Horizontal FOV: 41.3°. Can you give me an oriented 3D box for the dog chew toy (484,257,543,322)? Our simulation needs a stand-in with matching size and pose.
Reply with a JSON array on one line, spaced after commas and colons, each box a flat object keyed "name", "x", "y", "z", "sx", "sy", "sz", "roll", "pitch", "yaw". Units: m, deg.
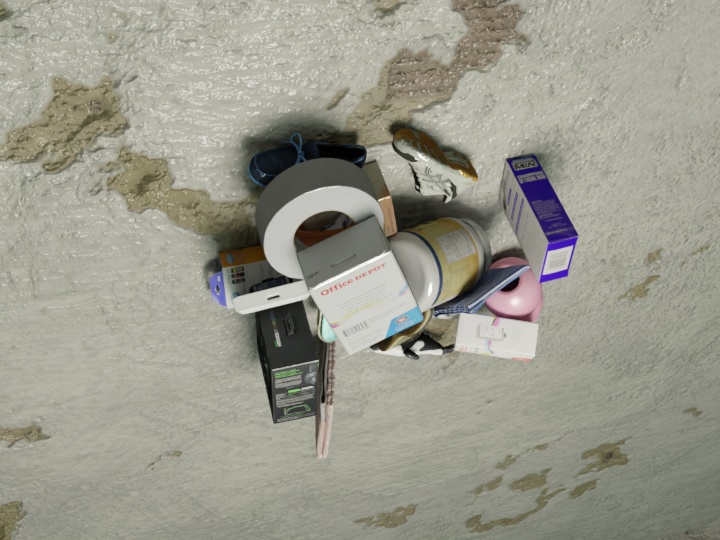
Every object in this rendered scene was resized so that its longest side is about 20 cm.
[{"name": "dog chew toy", "x": 0.318, "y": 0.055, "z": 1.943, "sx": 0.123, "sy": 0.126, "sz": 0.200, "roll": -26, "pitch": 151, "yaw": 9}]

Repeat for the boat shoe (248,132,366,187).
[{"name": "boat shoe", "x": -0.082, "y": -0.181, "z": 1.504, "sx": 0.197, "sy": 0.086, "sz": 0.069, "roll": -15, "pitch": 163, "yaw": -31}]

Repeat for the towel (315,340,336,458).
[{"name": "towel", "x": -0.072, "y": 0.245, "z": 1.930, "sx": 0.031, "sy": 0.203, "sz": 0.193, "roll": 4, "pitch": 138, "yaw": -3}]

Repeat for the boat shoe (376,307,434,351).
[{"name": "boat shoe", "x": 0.091, "y": 0.094, "z": 1.821, "sx": 0.064, "sy": 0.075, "sz": 0.200, "roll": -14, "pitch": 166, "yaw": -31}]

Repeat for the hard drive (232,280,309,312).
[{"name": "hard drive", "x": -0.150, "y": 0.047, "z": 1.633, "sx": 0.129, "sy": 0.027, "sz": 0.200, "roll": -14, "pitch": 177, "yaw": -6}]

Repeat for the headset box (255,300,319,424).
[{"name": "headset box", "x": -0.141, "y": 0.158, "z": 1.808, "sx": 0.091, "sy": 0.176, "sz": 0.202, "roll": -10, "pitch": 141, "yaw": -11}]

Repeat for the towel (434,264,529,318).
[{"name": "towel", "x": 0.214, "y": 0.040, "z": 1.746, "sx": 0.144, "sy": 0.024, "sz": 0.200, "roll": -35, "pitch": -173, "yaw": -16}]

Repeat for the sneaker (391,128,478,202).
[{"name": "sneaker", "x": 0.113, "y": -0.166, "z": 1.605, "sx": 0.198, "sy": 0.077, "sz": 0.087, "roll": 23, "pitch": 126, "yaw": -41}]

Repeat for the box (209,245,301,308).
[{"name": "box", "x": -0.174, "y": 0.006, "z": 1.718, "sx": 0.196, "sy": 0.042, "sz": 0.120, "roll": -9, "pitch": 142, "yaw": -10}]

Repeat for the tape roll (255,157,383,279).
[{"name": "tape roll", "x": -0.064, "y": -0.078, "z": 1.501, "sx": 0.196, "sy": 0.067, "sz": 0.203, "roll": -12, "pitch": 139, "yaw": -10}]

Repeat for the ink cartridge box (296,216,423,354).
[{"name": "ink cartridge box", "x": 0.001, "y": 0.027, "z": 1.528, "sx": 0.142, "sy": 0.086, "sz": 0.201, "roll": -25, "pitch": 141, "yaw": 3}]

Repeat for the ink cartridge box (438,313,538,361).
[{"name": "ink cartridge box", "x": 0.249, "y": 0.130, "z": 1.905, "sx": 0.195, "sy": 0.069, "sz": 0.117, "roll": 9, "pitch": 169, "yaw": 6}]

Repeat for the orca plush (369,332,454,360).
[{"name": "orca plush", "x": 0.111, "y": 0.138, "z": 1.985, "sx": 0.196, "sy": 0.105, "sz": 0.073, "roll": 10, "pitch": 101, "yaw": -19}]

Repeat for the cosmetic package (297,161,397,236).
[{"name": "cosmetic package", "x": -0.046, "y": -0.093, "z": 1.612, "sx": 0.196, "sy": 0.088, "sz": 0.104, "roll": -19, "pitch": 143, "yaw": -2}]

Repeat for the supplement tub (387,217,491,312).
[{"name": "supplement tub", "x": 0.131, "y": -0.014, "z": 1.704, "sx": 0.198, "sy": 0.145, "sz": 0.145, "roll": -19, "pitch": 152, "yaw": -46}]

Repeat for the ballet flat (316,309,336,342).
[{"name": "ballet flat", "x": -0.054, "y": 0.036, "z": 1.786, "sx": 0.066, "sy": 0.063, "sz": 0.204, "roll": 6, "pitch": 113, "yaw": -18}]

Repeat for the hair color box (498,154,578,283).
[{"name": "hair color box", "x": 0.311, "y": -0.093, "z": 1.681, "sx": 0.063, "sy": 0.202, "sz": 0.110, "roll": -13, "pitch": 143, "yaw": -11}]
